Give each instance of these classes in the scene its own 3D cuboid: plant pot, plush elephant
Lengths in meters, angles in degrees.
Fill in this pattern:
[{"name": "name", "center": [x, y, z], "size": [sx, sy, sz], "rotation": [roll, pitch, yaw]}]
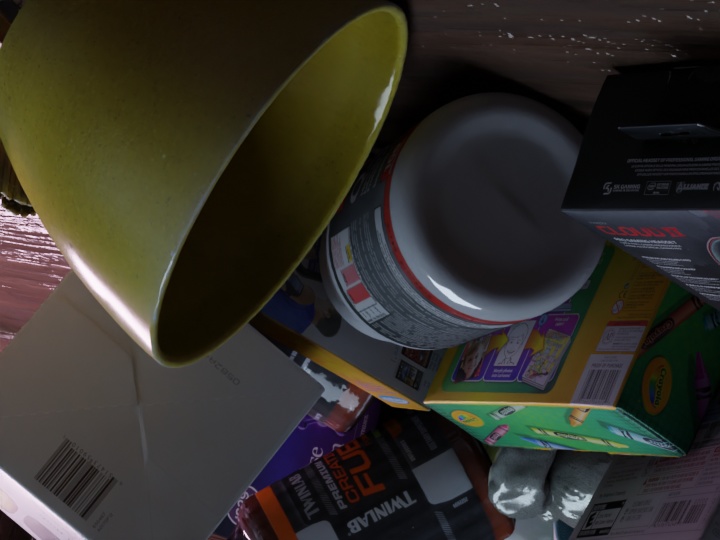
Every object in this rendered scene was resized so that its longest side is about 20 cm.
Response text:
[{"name": "plant pot", "center": [-0.091, -0.076, 1.015], "size": [0.142, 0.200, 0.200], "rotation": [33, 169, 13]}, {"name": "plush elephant", "center": [0.152, 0.102, 1.363], "size": [0.164, 0.156, 0.200], "rotation": [22, 167, -8]}]

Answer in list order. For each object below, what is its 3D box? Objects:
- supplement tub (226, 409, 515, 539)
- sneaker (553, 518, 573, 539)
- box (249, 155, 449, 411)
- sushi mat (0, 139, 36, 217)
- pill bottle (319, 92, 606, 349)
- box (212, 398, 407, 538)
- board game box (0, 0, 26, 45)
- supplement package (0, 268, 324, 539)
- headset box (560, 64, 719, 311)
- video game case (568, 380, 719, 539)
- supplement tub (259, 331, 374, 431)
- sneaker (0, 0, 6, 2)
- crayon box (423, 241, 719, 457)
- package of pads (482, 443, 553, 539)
[{"name": "supplement tub", "center": [-0.006, 0.171, 1.389], "size": [0.107, 0.199, 0.107], "rotation": [60, 173, 12]}, {"name": "sneaker", "center": [0.183, 0.182, 1.481], "size": [0.079, 0.200, 0.131], "rotation": [13, 125, 19]}, {"name": "box", "center": [0.000, 0.000, 1.275], "size": [0.200, 0.120, 0.041], "rotation": [30, 162, -36]}, {"name": "sushi mat", "center": [-0.206, -0.085, 1.104], "size": [0.095, 0.012, 0.200], "rotation": [27, -161, -16]}, {"name": "pill bottle", "center": [0.046, -0.019, 1.141], "size": [0.115, 0.116, 0.200], "rotation": [23, 166, -11]}, {"name": "box", "center": [-0.033, 0.098, 1.503], "size": [0.141, 0.201, 0.079], "rotation": [13, -178, 29]}, {"name": "board game box", "center": [-0.220, -0.138, 1.240], "size": [0.135, 0.035, 0.200], "rotation": [15, 165, 21]}, {"name": "supplement package", "center": [-0.140, 0.089, 1.243], "size": [0.152, 0.151, 0.200], "rotation": [40, 165, -3]}, {"name": "headset box", "center": [0.201, -0.026, 0.973], "size": [0.200, 0.075, 0.148], "rotation": [30, 164, -34]}, {"name": "video game case", "center": [0.194, 0.081, 1.171], "size": [0.022, 0.183, 0.200], "rotation": [33, 165, -8]}, {"name": "supplement tub", "center": [-0.066, 0.011, 1.380], "size": [0.199, 0.107, 0.107], "rotation": [32, 166, -2]}, {"name": "sneaker", "center": [-0.183, -0.152, 1.043], "size": [0.091, 0.078, 0.200], "rotation": [14, 163, -15]}, {"name": "crayon box", "center": [0.130, 0.039, 1.226], "size": [0.058, 0.119, 0.200], "rotation": [34, 162, -24]}, {"name": "package of pads", "center": [0.123, 0.138, 1.547], "size": [0.068, 0.155, 0.200], "rotation": [10, 162, 38]}]
